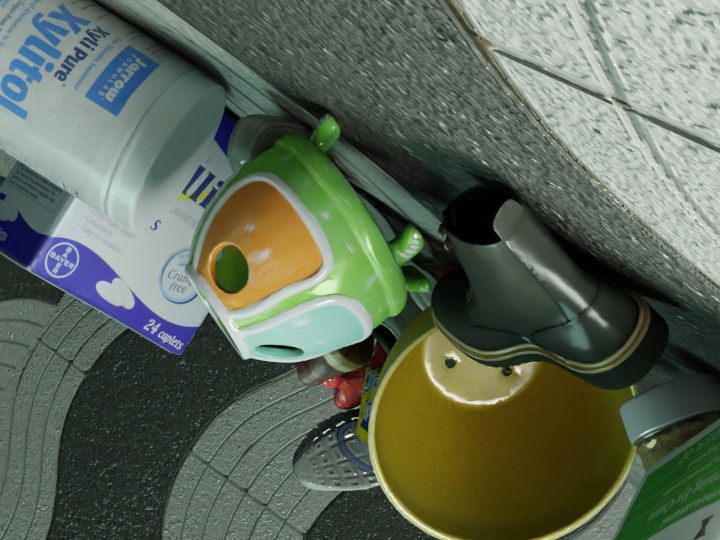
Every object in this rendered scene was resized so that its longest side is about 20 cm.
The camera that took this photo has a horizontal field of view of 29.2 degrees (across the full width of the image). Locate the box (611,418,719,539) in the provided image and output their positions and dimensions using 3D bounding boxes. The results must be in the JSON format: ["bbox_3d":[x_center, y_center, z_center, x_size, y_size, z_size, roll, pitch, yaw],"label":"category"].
[{"bbox_3d":[0.240,0.195,0.741,0.199,0.172,0.199,32,153,2],"label":"box"}]

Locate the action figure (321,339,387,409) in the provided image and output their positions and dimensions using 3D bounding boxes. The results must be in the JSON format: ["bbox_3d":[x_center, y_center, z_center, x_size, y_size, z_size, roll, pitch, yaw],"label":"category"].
[{"bbox_3d":[0.021,0.085,1.283,0.200,0.065,0.099,9,-135,-51],"label":"action figure"}]

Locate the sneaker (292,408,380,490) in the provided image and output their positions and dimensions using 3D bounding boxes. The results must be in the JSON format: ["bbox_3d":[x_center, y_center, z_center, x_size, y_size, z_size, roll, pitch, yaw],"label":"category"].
[{"bbox_3d":[0.033,0.161,1.253,0.087,0.199,0.075,111,142,-62],"label":"sneaker"}]

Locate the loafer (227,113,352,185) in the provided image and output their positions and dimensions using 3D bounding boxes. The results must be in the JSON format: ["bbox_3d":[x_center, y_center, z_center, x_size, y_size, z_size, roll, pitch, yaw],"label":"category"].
[{"bbox_3d":[-0.062,-0.072,1.024,0.070,0.070,0.200,24,173,18],"label":"loafer"}]

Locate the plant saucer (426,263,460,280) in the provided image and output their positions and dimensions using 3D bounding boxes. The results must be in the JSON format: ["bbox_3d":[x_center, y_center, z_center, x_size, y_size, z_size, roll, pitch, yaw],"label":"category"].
[{"bbox_3d":[0.134,0.051,1.227,0.200,0.038,0.200,34,176,3],"label":"plant saucer"}]

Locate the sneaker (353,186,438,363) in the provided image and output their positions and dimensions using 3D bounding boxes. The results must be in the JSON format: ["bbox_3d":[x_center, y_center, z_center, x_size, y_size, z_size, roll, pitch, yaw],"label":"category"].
[{"bbox_3d":[0.000,0.000,1.140,0.200,0.079,0.074,49,163,2],"label":"sneaker"}]

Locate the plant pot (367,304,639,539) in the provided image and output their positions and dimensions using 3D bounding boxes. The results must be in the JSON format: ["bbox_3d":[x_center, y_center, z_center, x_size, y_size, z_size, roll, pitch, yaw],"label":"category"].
[{"bbox_3d":[0.102,0.090,1.057,0.200,0.200,0.142,33,-163,-14],"label":"plant pot"}]

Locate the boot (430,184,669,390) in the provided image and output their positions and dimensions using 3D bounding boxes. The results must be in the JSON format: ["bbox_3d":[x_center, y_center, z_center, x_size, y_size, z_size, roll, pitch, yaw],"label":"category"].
[{"bbox_3d":[0.077,-0.006,0.826,0.138,0.078,0.200,41,162,-27],"label":"boot"}]

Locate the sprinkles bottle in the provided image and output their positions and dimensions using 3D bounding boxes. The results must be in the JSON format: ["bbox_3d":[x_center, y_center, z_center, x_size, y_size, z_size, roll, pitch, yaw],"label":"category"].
[{"bbox_3d":[0.234,0.171,0.900,0.068,0.068,0.201,43,-153,-70],"label":"sprinkles bottle"}]

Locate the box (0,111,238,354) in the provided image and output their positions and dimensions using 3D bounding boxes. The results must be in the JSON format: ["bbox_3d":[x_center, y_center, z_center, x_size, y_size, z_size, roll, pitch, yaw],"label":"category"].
[{"bbox_3d":[-0.188,-0.062,1.181,0.105,0.201,0.184,27,173,45],"label":"box"}]

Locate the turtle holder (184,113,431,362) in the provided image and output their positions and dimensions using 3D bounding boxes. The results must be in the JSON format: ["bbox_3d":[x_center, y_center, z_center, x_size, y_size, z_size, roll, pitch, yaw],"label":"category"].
[{"bbox_3d":[-0.045,-0.008,0.914,0.141,0.131,0.185,55,171,-8],"label":"turtle holder"}]

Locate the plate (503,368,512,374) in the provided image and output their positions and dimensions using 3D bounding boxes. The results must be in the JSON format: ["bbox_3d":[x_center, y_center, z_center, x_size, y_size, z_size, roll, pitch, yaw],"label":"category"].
[{"bbox_3d":[0.084,0.052,1.363,0.200,0.026,0.200,35,-170,-7],"label":"plate"}]

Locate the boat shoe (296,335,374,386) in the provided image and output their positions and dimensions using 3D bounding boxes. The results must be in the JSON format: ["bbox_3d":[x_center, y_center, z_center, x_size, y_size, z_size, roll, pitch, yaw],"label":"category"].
[{"bbox_3d":[-0.025,0.024,1.226,0.072,0.072,0.201,35,-145,-25],"label":"boat shoe"}]

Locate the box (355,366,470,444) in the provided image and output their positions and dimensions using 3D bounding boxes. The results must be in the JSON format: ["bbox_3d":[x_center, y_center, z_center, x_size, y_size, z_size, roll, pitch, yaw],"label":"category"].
[{"bbox_3d":[0.103,0.130,1.187,0.199,0.065,0.070,8,-176,-16],"label":"box"}]

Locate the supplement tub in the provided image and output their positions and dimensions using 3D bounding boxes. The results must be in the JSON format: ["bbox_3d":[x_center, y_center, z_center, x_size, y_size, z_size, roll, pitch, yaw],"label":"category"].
[{"bbox_3d":[-0.216,-0.134,1.027,0.199,0.132,0.132,31,176,6],"label":"supplement tub"}]
